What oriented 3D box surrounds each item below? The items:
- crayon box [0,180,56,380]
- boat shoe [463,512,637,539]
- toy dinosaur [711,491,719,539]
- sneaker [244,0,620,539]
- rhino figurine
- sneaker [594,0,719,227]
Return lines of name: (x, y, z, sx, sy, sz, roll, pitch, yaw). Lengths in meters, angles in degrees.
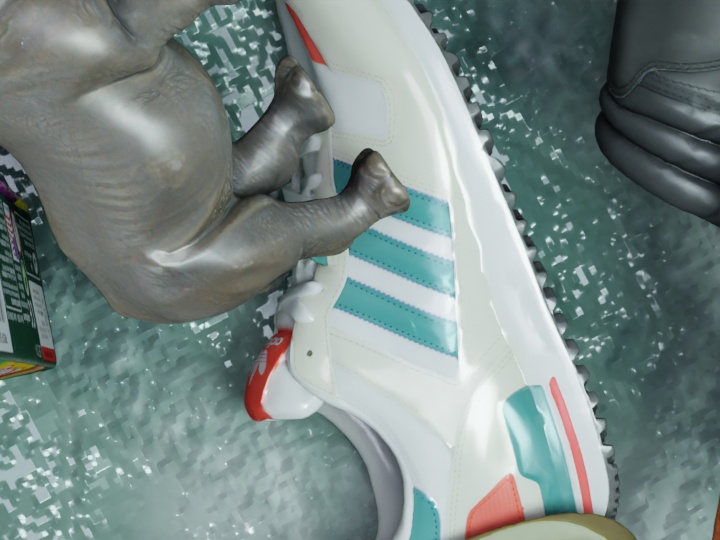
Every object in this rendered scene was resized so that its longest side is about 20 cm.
crayon box: (-0.180, 0.015, 0.814, 0.172, 0.200, 0.058, -10, 87, -1)
boat shoe: (-0.005, 0.136, 0.861, 0.201, 0.066, 0.072, -24, 130, 7)
toy dinosaur: (0.117, 0.001, 0.780, 0.200, 0.105, 0.182, -27, 94, 22)
sneaker: (0.000, 0.000, 0.882, 0.093, 0.070, 0.200, -24, 92, -8)
rhino figurine: (-0.074, -0.065, 0.801, 0.087, 0.060, 0.200, -39, 121, -4)
sneaker: (0.154, -0.050, 0.848, 0.200, 0.071, 0.099, 11, 118, -19)
